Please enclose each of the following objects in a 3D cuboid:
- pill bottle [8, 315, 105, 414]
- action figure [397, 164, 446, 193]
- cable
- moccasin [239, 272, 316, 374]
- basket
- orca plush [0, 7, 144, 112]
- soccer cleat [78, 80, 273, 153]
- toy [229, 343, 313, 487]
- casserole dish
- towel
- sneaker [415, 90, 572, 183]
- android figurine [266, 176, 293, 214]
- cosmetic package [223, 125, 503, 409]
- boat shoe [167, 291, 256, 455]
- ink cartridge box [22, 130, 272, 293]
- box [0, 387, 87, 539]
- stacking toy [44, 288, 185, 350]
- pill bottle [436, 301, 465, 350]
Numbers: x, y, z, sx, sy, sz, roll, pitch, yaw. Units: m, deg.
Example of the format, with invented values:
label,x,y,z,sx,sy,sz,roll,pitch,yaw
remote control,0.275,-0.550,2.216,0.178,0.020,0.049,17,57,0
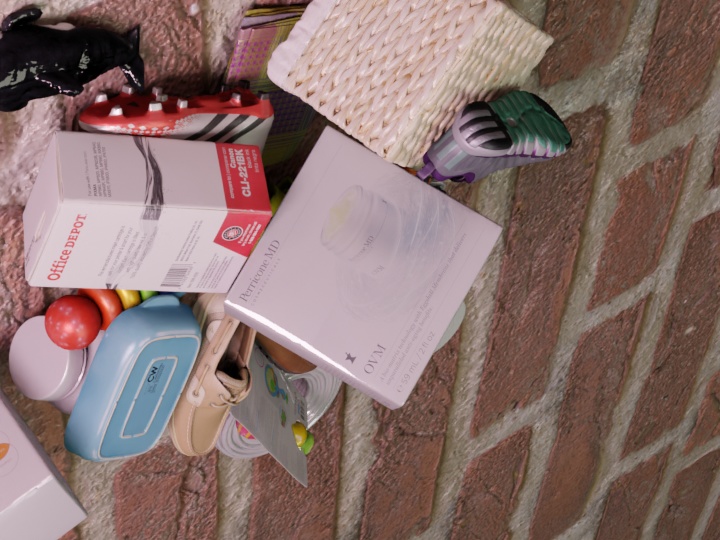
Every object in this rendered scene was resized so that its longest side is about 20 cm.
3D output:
label,x,y,z,sx,sy,sz,roll,pitch,yaw
pill bottle,-0.263,0.097,1.750,0.112,0.112,0.200,-53,149,18
action figure,0.050,-0.101,1.880,0.105,0.200,0.194,9,112,-6
cable,-0.104,0.141,2.039,0.200,0.069,0.200,-7,135,-46
moccasin,-0.087,0.053,1.870,0.078,0.074,0.201,-34,140,3
basket,0.052,-0.209,1.637,0.200,0.161,0.198,-52,160,11
orca plush,-0.260,-0.163,1.457,0.200,0.071,0.105,0,130,-50
soccer cleat,-0.171,-0.129,1.586,0.200,0.069,0.085,-9,119,-35
toy,-0.116,0.157,1.904,0.047,0.115,0.200,-15,144,21
casserole dish,-0.221,0.117,1.681,0.121,0.039,0.200,-3,124,-52
towel,-0.089,-0.182,1.686,0.144,0.023,0.200,-16,142,-40
sneaker,0.128,-0.125,1.647,0.088,0.074,0.200,-38,162,31
android figurine,-0.088,-0.029,1.869,0.182,0.041,0.200,-44,149,2
cosmetic package,0.000,0.000,1.639,0.199,0.200,0.123,-60,179,-7
boat shoe,-0.150,0.113,1.750,0.071,0.064,0.200,-18,127,-47
ink cartridge box,-0.203,-0.051,1.568,0.200,0.084,0.144,2,147,-25
box,-0.389,0.195,1.640,0.152,0.200,0.106,-36,150,-9
stacking toy,-0.232,0.014,1.671,0.200,0.085,0.085,-34,151,-38
pill bottle,0.015,-0.001,1.781,0.113,0.200,0.113,-33,149,-23
